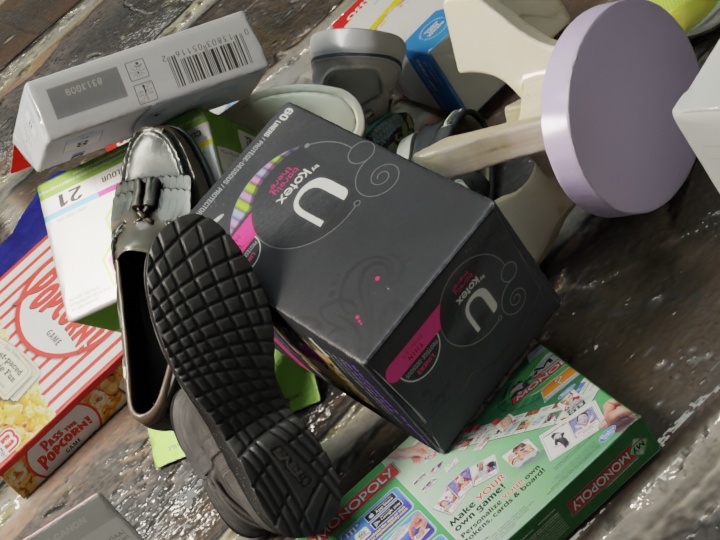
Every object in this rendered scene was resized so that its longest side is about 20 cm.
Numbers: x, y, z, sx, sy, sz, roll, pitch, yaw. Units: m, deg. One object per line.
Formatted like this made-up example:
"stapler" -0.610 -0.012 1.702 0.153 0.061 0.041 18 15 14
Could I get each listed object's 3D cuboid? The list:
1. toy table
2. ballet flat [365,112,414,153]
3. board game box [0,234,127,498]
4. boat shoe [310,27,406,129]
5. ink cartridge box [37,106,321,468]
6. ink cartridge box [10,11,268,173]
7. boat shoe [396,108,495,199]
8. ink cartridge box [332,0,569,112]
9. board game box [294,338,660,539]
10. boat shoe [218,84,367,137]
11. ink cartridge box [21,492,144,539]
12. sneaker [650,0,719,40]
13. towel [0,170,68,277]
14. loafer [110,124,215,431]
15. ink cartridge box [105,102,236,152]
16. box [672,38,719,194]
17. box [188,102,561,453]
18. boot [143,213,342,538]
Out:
"toy table" 0.125 -0.093 1.111 0.116 0.186 0.199 -7 1 33
"ballet flat" -0.007 -0.029 1.271 0.200 0.074 0.074 -50 32 -17
"board game box" -0.228 0.053 1.355 0.200 0.046 0.151 -44 51 -10
"boat shoe" -0.003 -0.128 1.316 0.073 0.200 0.066 2 81 1
"ink cartridge box" -0.123 0.014 1.208 0.147 0.076 0.202 -23 71 22
"ink cartridge box" -0.161 -0.105 1.239 0.159 0.048 0.200 -22 -8 -18
"boat shoe" 0.060 -0.049 1.202 0.060 0.076 0.201 -32 31 21
"ink cartridge box" 0.059 -0.198 1.399 0.116 0.067 0.200 -44 30 -12
"board game box" 0.058 0.132 1.003 0.200 0.029 0.134 -41 29 -5
"boat shoe" -0.082 -0.080 1.285 0.200 0.060 0.073 -19 77 18
"ink cartridge box" -0.174 0.216 0.989 0.199 0.174 0.044 -32 30 9
"sneaker" 0.228 -0.239 1.267 0.078 0.091 0.201 -9 42 37
"towel" -0.251 -0.005 1.509 0.148 0.050 0.199 -52 33 -10
"loafer" -0.127 0.003 1.136 0.071 0.063 0.203 -9 84 24
"ink cartridge box" -0.125 -0.088 1.407 0.116 0.067 0.200 -39 48 -3
"box" 0.312 -0.112 0.962 0.199 0.131 0.200 1 47 48
"box" 0.000 0.000 1.065 0.199 0.106 0.123 28 74 44
"boot" -0.090 0.071 1.054 0.069 0.202 0.131 -21 2 -23
